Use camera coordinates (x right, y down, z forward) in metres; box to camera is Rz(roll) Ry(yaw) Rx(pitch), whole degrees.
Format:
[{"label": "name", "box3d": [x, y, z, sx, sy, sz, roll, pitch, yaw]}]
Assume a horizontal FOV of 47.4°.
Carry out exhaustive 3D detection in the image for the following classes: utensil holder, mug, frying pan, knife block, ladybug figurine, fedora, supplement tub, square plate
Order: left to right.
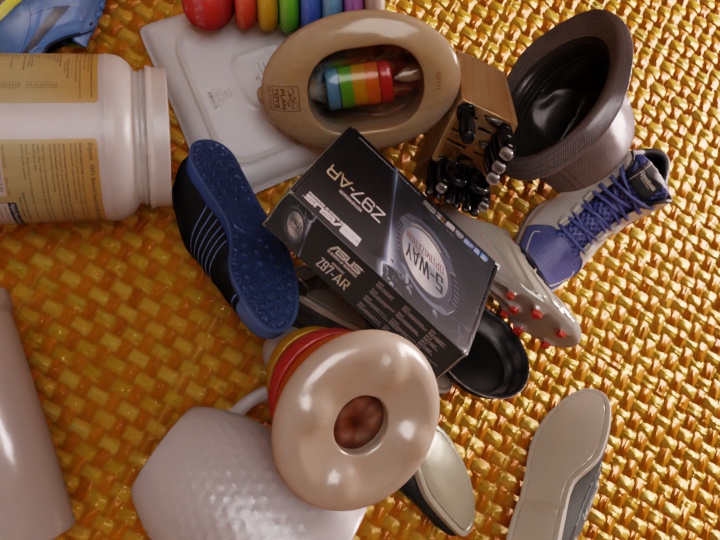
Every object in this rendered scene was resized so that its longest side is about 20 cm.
[{"label": "utensil holder", "box3d": [-0.333, 0.137, 0.653, 0.166, 0.170, 0.205, -20, 87, -16]}, {"label": "supplement tub", "box3d": [-0.268, -0.116, 0.725, 0.194, 0.144, 0.149, -3, 80, -14]}, {"label": "mug", "box3d": [-0.091, 0.191, 0.722, 0.174, 0.148, 0.201, 36, 52, 2]}, {"label": "square plate", "box3d": [-0.099, -0.192, 0.840, 0.194, 0.028, 0.204, -23, 86, -17]}, {"label": "ladybug figurine", "box3d": [-0.003, -0.186, 0.791, 0.194, 0.073, 0.139, -5, 125, -2]}, {"label": "frying pan", "box3d": [0.084, 0.070, 0.812, 0.186, 0.031, 0.117, 18, 45, -16]}, {"label": "knife block", "box3d": [0.117, -0.149, 0.808, 0.063, 0.175, 0.204, 22, 75, -9]}, {"label": "fedora", "box3d": [0.224, -0.161, 0.855, 0.090, 0.175, 0.204, 36, 46, -29]}]

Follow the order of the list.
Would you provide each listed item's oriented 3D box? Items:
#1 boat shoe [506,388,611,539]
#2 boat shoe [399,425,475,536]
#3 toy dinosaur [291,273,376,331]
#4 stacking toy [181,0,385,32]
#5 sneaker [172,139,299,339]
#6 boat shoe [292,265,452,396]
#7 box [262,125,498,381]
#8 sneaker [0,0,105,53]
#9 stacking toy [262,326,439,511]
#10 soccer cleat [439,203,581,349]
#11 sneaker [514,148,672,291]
[{"label": "boat shoe", "box3d": [0.206, 0.217, 0.835, 0.203, 0.072, 0.062, -62, 140, -22]}, {"label": "boat shoe", "box3d": [0.042, 0.178, 0.795, 0.201, 0.067, 0.072, 51, 43, -13]}, {"label": "toy dinosaur", "box3d": [0.000, 0.000, 0.768, 0.198, 0.077, 0.103, 36, 45, -1]}, {"label": "stacking toy", "box3d": [-0.077, -0.265, 0.808, 0.194, 0.085, 0.088, -7, 81, -9]}, {"label": "sneaker", "box3d": [-0.120, -0.019, 0.759, 0.069, 0.078, 0.203, -9, 65, -37]}, {"label": "boat shoe", "box3d": [0.001, 0.069, 0.811, 0.198, 0.057, 0.067, 34, 38, -9]}, {"label": "box", "box3d": [0.026, -0.022, 0.732, 0.199, 0.044, 0.161, 43, 34, -5]}, {"label": "sneaker", "box3d": [-0.271, -0.266, 0.797, 0.078, 0.066, 0.201, 44, 73, -14]}, {"label": "stacking toy", "box3d": [-0.033, 0.095, 0.706, 0.143, 0.199, 0.150, -7, 109, -23]}, {"label": "soccer cleat", "box3d": [0.151, 0.002, 0.843, 0.198, 0.069, 0.078, 36, 62, 1]}, {"label": "sneaker", "box3d": [0.254, -0.071, 0.859, 0.198, 0.115, 0.081, -40, 89, -17]}]
